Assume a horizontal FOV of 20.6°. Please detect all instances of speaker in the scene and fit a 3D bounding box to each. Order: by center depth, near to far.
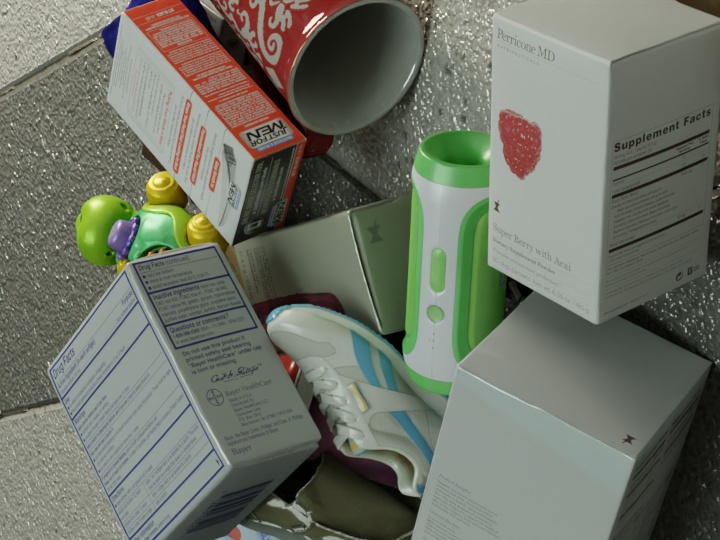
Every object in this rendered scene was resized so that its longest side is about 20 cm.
[{"bbox_3d":[0.078,-0.005,1.574,0.088,0.088,0.202,33,130,45],"label":"speaker"}]

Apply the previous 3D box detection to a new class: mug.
[{"bbox_3d":[-0.064,-0.212,1.737,0.178,0.133,0.200,-54,49,15],"label":"mug"}]

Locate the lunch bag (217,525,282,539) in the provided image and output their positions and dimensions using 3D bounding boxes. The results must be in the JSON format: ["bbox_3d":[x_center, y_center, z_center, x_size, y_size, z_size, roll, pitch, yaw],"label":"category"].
[{"bbox_3d":[-0.050,0.286,1.880,0.123,0.200,0.171,-34,70,16],"label":"lunch bag"}]

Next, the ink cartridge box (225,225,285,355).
[{"bbox_3d":[-0.086,0.070,1.935,0.201,0.075,0.165,55,142,27],"label":"ink cartridge box"}]

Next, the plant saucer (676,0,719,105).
[{"bbox_3d":[0.236,-0.216,1.400,0.200,0.029,0.202,25,121,50],"label":"plant saucer"}]

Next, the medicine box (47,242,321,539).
[{"bbox_3d":[-0.154,0.112,1.680,0.182,0.102,0.201,-47,65,44],"label":"medicine box"}]

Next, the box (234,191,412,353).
[{"bbox_3d":[0.000,0.000,1.736,0.199,0.127,0.110,-12,94,57],"label":"box"}]

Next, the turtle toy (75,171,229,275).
[{"bbox_3d":[-0.192,-0.011,1.871,0.200,0.101,0.146,42,153,39],"label":"turtle toy"}]

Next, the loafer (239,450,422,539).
[{"bbox_3d":[-0.028,0.201,1.715,0.198,0.075,0.070,8,134,19],"label":"loafer"}]

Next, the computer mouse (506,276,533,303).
[{"bbox_3d":[0.135,-0.067,1.581,0.200,0.052,0.139,-41,67,53],"label":"computer mouse"}]

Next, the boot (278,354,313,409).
[{"bbox_3d":[-0.117,0.096,1.767,0.073,0.143,0.200,-67,11,-19],"label":"boot"}]

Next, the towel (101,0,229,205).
[{"bbox_3d":[-0.157,-0.172,1.838,0.201,0.049,0.148,62,145,6],"label":"towel"}]

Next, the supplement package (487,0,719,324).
[{"bbox_3d":[0.172,-0.088,1.412,0.121,0.119,0.202,30,131,44],"label":"supplement package"}]

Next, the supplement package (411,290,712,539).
[{"bbox_3d":[0.150,0.148,1.514,0.151,0.151,0.201,27,127,20],"label":"supplement package"}]

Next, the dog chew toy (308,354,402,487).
[{"bbox_3d":[0.000,0.140,1.780,0.125,0.124,0.201,57,149,26],"label":"dog chew toy"}]

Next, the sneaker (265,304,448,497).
[{"bbox_3d":[-0.001,0.104,1.645,0.200,0.081,0.076,39,156,-8],"label":"sneaker"}]

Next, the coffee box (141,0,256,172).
[{"bbox_3d":[-0.142,-0.180,1.920,0.114,0.079,0.201,39,132,40],"label":"coffee box"}]

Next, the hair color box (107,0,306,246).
[{"bbox_3d":[-0.137,-0.133,1.736,0.200,0.064,0.111,49,144,25],"label":"hair color box"}]
